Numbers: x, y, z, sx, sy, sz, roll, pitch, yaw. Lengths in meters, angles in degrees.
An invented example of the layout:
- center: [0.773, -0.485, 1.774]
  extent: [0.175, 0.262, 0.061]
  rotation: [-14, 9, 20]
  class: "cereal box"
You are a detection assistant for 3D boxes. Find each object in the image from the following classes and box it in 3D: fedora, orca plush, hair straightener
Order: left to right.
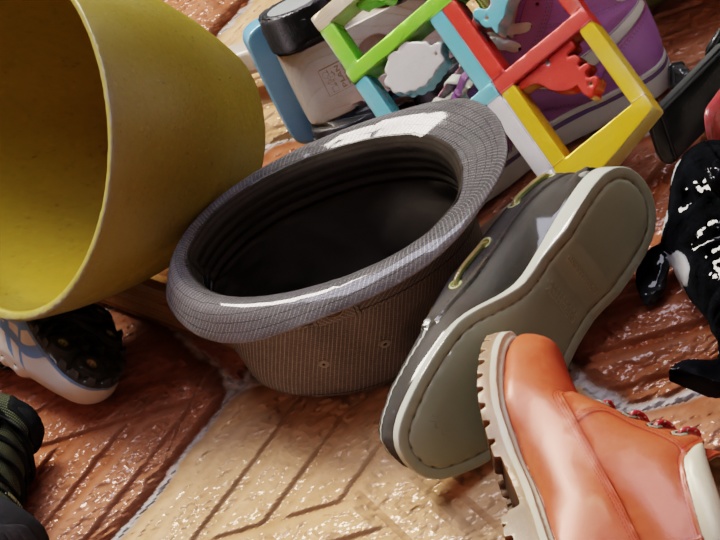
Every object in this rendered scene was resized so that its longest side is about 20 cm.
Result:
- center: [0.000, 0.000, 1.487]
  extent: [0.199, 0.090, 0.177]
  rotation: [-25, 30, 0]
  class: "fedora"
- center: [0.174, -0.017, 1.397]
  extent: [0.105, 0.071, 0.200]
  rotation: [-10, 34, 26]
  class: "orca plush"
- center: [0.205, -0.127, 1.573]
  extent: [0.077, 0.041, 0.200]
  rotation: [-2, 38, 36]
  class: "hair straightener"

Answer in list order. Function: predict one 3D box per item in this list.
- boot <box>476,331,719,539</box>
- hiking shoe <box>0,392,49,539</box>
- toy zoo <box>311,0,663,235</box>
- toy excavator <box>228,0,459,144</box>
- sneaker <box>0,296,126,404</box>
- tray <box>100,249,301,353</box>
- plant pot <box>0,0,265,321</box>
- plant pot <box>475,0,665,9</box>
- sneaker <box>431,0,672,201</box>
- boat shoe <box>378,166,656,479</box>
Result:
- center: [0.114, 0.091, 1.284]
  extent: [0.107, 0.075, 0.200]
  rotation: [-20, 39, 5]
  class: "boot"
- center: [-0.209, 0.104, 1.503]
  extent: [0.101, 0.076, 0.200]
  rotation: [-42, 32, -19]
  class: "hiking shoe"
- center: [0.075, -0.100, 1.530]
  extent: [0.131, 0.020, 0.200]
  rotation: [-40, 71, 16]
  class: "toy zoo"
- center: [-0.034, -0.133, 1.740]
  extent: [0.194, 0.100, 0.200]
  rotation: [-28, 16, -2]
  class: "toy excavator"
- center: [-0.200, 0.035, 1.629]
  extent: [0.200, 0.072, 0.073]
  rotation: [36, 109, 48]
  class: "sneaker"
- center: [-0.095, -0.012, 1.635]
  extent: [0.099, 0.037, 0.200]
  rotation: [-41, 32, -23]
  class: "tray"
- center: [-0.138, -0.075, 1.570]
  extent: [0.142, 0.201, 0.200]
  rotation: [-3, 11, -40]
  class: "plant pot"
- center: [0.137, -0.228, 1.662]
  extent: [0.193, 0.200, 0.200]
  rotation: [-38, 30, 4]
  class: "plant pot"
- center: [0.070, -0.112, 1.586]
  extent: [0.200, 0.114, 0.073]
  rotation: [-32, 32, -8]
  class: "sneaker"
- center: [0.071, 0.026, 1.409]
  extent: [0.060, 0.072, 0.201]
  rotation: [6, 47, 51]
  class: "boat shoe"
